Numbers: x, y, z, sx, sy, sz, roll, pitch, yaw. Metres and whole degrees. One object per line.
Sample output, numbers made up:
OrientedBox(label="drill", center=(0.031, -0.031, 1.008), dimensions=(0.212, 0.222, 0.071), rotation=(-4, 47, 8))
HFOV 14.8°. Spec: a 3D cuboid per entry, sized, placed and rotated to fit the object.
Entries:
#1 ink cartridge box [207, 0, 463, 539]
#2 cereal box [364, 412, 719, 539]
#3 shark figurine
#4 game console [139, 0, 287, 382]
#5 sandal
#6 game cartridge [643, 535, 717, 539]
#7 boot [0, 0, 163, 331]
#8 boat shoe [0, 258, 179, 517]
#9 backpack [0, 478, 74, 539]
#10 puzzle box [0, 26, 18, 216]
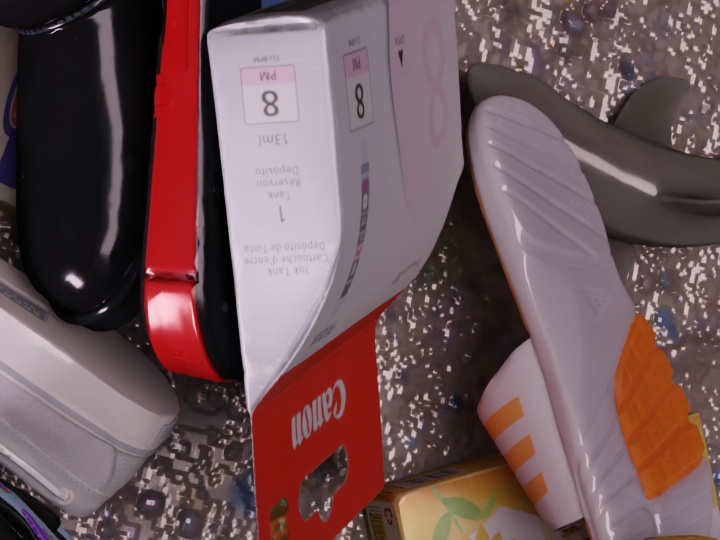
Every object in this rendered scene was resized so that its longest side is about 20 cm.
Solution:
OrientedBox(label="ink cartridge box", center=(0.000, 0.000, 0.993), dimensions=(0.057, 0.163, 0.200), rotation=(-6, 99, 18))
OrientedBox(label="cereal box", center=(0.090, 0.169, 1.127), dimensions=(0.144, 0.040, 0.200), rotation=(-13, 94, -23))
OrientedBox(label="shark figurine", center=(0.159, -0.043, 1.140), dimensions=(0.214, 0.089, 0.128), rotation=(-14, 95, -21))
OrientedBox(label="game console", center=(-0.029, -0.045, 1.015), dimensions=(0.031, 0.200, 0.177), rotation=(4, 87, 17))
OrientedBox(label="sandal", center=(0.076, 0.035, 1.089), dimensions=(0.079, 0.059, 0.207), rotation=(-8, 76, -50))
OrientedBox(label="game cartridge", center=(0.149, 0.211, 1.062), dimensions=(0.176, 0.032, 0.200), rotation=(25, 63, -60))
OrientedBox(label="boot", center=(-0.123, -0.095, 0.974), dimensions=(0.162, 0.073, 0.198), rotation=(26, 71, -41))
OrientedBox(label="boat shoe", center=(-0.163, 0.018, 1.010), dimensions=(0.200, 0.072, 0.069), rotation=(33, 105, -13))
OrientedBox(label="backpack", center=(-0.125, 0.171, 0.964), dimensions=(0.134, 0.183, 0.200), rotation=(-32, 87, -4))
OrientedBox(label="puzzle box", center=(-0.098, -0.113, 1.061), dimensions=(0.133, 0.025, 0.200), rotation=(24, 79, -22))
